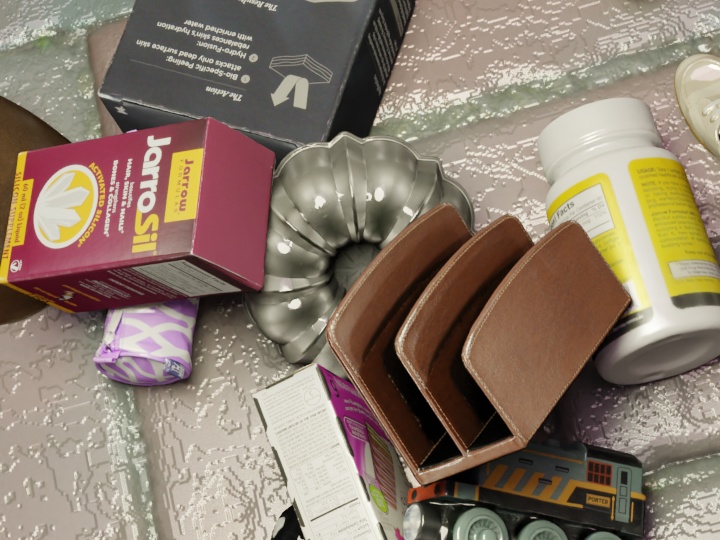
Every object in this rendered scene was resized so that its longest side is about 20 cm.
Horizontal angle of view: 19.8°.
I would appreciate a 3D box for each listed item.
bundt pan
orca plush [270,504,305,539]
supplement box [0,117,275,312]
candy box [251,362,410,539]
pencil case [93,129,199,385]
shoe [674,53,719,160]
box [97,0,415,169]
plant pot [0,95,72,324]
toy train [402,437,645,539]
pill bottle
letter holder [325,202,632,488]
[{"bbox_3d":[0.000,0.000,1.581,0.201,0.076,0.203,-1,106,-3],"label":"bundt pan"},{"bbox_3d":[-0.062,0.268,1.552,0.105,0.071,0.201,20,75,16],"label":"orca plush"},{"bbox_3d":[-0.170,-0.039,1.561,0.199,0.086,0.111,-8,68,35],"label":"supplement box"},{"bbox_3d":[0.000,0.180,1.535,0.061,0.136,0.201,-26,68,12],"label":"candy box"},{"bbox_3d":[-0.172,-0.004,1.662,0.084,0.085,0.201,-18,60,42],"label":"pencil case"},{"bbox_3d":[0.318,-0.101,1.626,0.070,0.053,0.200,-34,68,-3],"label":"shoe"},{"bbox_3d":[-0.081,-0.185,1.694,0.196,0.118,0.201,15,73,15],"label":"box"},{"bbox_3d":[-0.327,-0.074,1.654,0.186,0.200,0.188,-3,70,9],"label":"plant pot"},{"bbox_3d":[0.122,0.176,1.511,0.199,0.085,0.115,14,70,-24],"label":"toy train"},{"bbox_3d":[0.209,-0.024,1.586,0.114,0.114,0.201,-17,69,4],"label":"pill bottle"},{"bbox_3d":[0.083,0.030,1.453,0.100,0.200,0.142,-26,103,40],"label":"letter holder"}]
